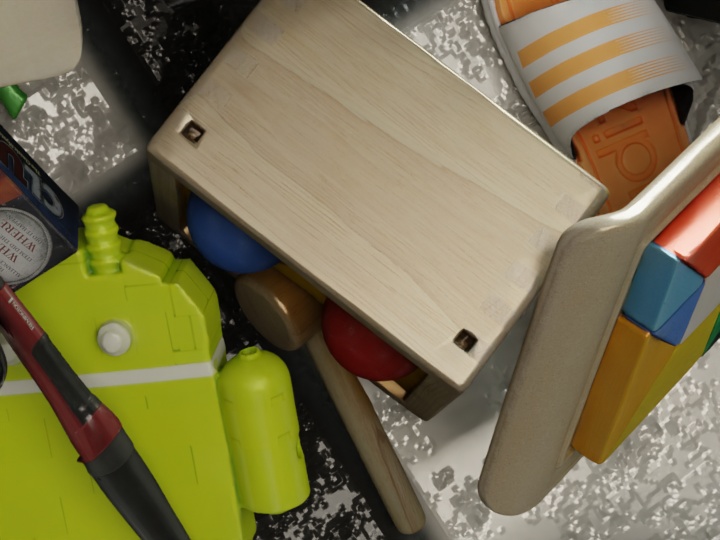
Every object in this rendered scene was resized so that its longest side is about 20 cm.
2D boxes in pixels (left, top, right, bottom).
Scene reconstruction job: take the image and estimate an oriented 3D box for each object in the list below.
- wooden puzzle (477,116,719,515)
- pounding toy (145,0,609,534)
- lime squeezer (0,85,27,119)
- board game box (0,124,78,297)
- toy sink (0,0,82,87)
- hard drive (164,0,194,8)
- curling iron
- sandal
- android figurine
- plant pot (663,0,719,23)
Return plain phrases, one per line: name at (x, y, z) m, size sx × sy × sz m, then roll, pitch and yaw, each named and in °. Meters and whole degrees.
wooden puzzle at (0.139, 0.003, 0.933) m, size 0.037 × 0.185 × 0.200 m, roll 38°, pitch 51°, yaw 21°
pounding toy at (0.000, 0.000, 0.946) m, size 0.184 × 0.200 × 0.142 m, roll 37°, pitch 81°, yaw 2°
lime squeezer at (-0.218, -0.149, 0.954) m, size 0.200 × 0.038 × 0.071 m, roll 31°, pitch 114°, yaw -14°
board game box at (-0.221, -0.047, 0.835) m, size 0.135 × 0.035 × 0.200 m, roll -32°, pitch 122°, yaw 15°
toy sink at (-0.216, -0.140, 0.873) m, size 0.199 × 0.112 × 0.131 m, roll -11°, pitch 116°, yaw 1°
hard drive at (-0.001, -0.193, 0.799) m, size 0.200 × 0.038 × 0.140 m, roll -23°, pitch 98°, yaw -13°
curling iron at (-0.114, 0.073, 0.889) m, size 0.050 × 0.026 × 0.200 m, roll -42°, pitch 122°, yaw -6°
sandal at (0.128, -0.072, 1.029) m, size 0.079 × 0.059 × 0.207 m, roll -27°, pitch 98°, yaw -14°
android figurine at (-0.114, 0.067, 0.936) m, size 0.181 × 0.041 × 0.201 m, roll -4°, pitch 111°, yaw 8°
plant pot at (0.232, -0.192, 0.999) m, size 0.199 × 0.200 × 0.178 m, roll 5°, pitch 101°, yaw -15°
